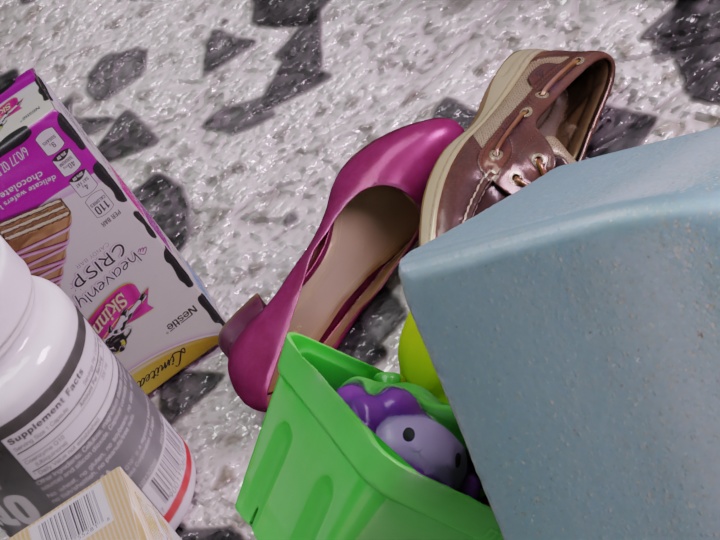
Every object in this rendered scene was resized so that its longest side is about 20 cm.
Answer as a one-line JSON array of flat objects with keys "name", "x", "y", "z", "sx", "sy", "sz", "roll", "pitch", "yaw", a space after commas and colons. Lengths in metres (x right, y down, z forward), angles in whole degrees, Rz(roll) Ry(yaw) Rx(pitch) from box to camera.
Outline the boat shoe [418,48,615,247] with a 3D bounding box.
[{"name": "boat shoe", "x": 0.095, "y": -0.054, "z": 1.675, "sx": 0.072, "sy": 0.072, "sz": 0.201, "roll": -5, "pitch": 40, "yaw": 36}]

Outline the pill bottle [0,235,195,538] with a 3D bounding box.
[{"name": "pill bottle", "x": -0.188, "y": 0.076, "z": 1.646, "sx": 0.113, "sy": 0.200, "sz": 0.114, "roll": -22, "pitch": 39, "yaw": 18}]

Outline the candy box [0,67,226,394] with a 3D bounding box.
[{"name": "candy box", "x": -0.187, "y": -0.001, "z": 1.729, "sx": 0.136, "sy": 0.200, "sz": 0.061, "roll": -36, "pitch": 36, "yaw": 2}]

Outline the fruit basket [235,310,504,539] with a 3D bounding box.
[{"name": "fruit basket", "x": 0.061, "y": 0.080, "z": 1.429, "sx": 0.215, "sy": 0.216, "sz": 0.156, "roll": -38, "pitch": 37, "yaw": -3}]

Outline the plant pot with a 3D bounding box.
[{"name": "plant pot", "x": 0.172, "y": 0.033, "z": 1.333, "sx": 0.199, "sy": 0.197, "sz": 0.196, "roll": -20, "pitch": 5, "yaw": 33}]

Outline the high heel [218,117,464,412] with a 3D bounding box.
[{"name": "high heel", "x": 0.000, "y": 0.000, "z": 1.690, "sx": 0.200, "sy": 0.067, "sz": 0.096, "roll": -50, "pitch": 26, "yaw": 6}]

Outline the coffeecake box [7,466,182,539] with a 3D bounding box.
[{"name": "coffeecake box", "x": -0.122, "y": 0.218, "z": 1.442, "sx": 0.153, "sy": 0.200, "sz": 0.073, "roll": -33, "pitch": 37, "yaw": 3}]
